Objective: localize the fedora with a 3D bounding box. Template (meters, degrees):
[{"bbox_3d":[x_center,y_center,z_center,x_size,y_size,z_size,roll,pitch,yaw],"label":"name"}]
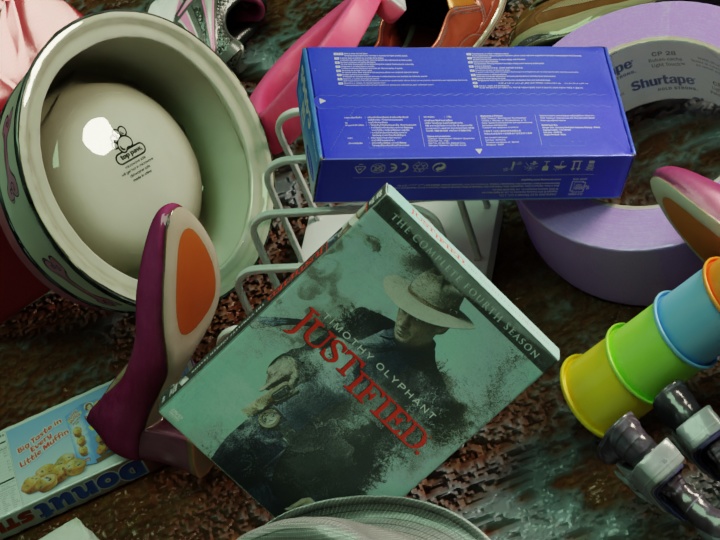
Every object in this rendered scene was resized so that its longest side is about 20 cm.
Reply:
[{"bbox_3d":[-0.013,0.198,1.234,0.198,0.090,0.178,2,65,22],"label":"fedora"}]

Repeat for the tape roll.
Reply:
[{"bbox_3d":[0.195,-0.078,1.422,0.198,0.066,0.201,-9,54,13],"label":"tape roll"}]

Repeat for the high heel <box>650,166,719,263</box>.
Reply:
[{"bbox_3d":[0.273,-0.021,1.308,0.199,0.067,0.096,36,75,12],"label":"high heel"}]

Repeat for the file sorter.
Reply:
[{"bbox_3d":[0.000,0.000,1.405,0.138,0.125,0.201,-3,49,19],"label":"file sorter"}]

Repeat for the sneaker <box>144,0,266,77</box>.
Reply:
[{"bbox_3d":[-0.112,-0.214,1.688,0.086,0.081,0.201,0,57,7],"label":"sneaker"}]

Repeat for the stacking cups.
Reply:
[{"bbox_3d":[0.203,0.029,1.269,0.200,0.060,0.061,-39,34,38],"label":"stacking cups"}]

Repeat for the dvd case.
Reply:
[{"bbox_3d":[-0.003,0.065,1.289,0.200,0.146,0.022,-42,12,18],"label":"dvd case"}]

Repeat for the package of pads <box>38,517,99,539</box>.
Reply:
[{"bbox_3d":[-0.187,0.257,1.290,0.154,0.068,0.200,-30,46,-5],"label":"package of pads"}]

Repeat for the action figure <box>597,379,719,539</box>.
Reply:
[{"bbox_3d":[0.225,0.149,1.221,0.130,0.070,0.200,-33,60,-17],"label":"action figure"}]

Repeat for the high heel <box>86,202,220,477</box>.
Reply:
[{"bbox_3d":[-0.139,0.038,1.346,0.096,0.201,0.067,18,35,24],"label":"high heel"}]

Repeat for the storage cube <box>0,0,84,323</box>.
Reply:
[{"bbox_3d":[-0.266,-0.088,1.512,0.200,0.179,0.172,-30,30,50],"label":"storage cube"}]

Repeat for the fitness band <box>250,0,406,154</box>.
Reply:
[{"bbox_3d":[-0.029,-0.150,1.534,0.144,0.037,0.200,-48,10,10],"label":"fitness band"}]

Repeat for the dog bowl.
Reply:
[{"bbox_3d":[-0.154,-0.063,1.421,0.074,0.200,0.201,-21,36,48],"label":"dog bowl"}]

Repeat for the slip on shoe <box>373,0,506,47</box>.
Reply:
[{"bbox_3d":[0.056,-0.190,1.593,0.074,0.061,0.201,4,47,28],"label":"slip on shoe"}]

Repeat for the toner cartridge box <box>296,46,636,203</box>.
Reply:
[{"bbox_3d":[0.064,-0.092,1.362,0.198,0.043,0.096,-1,51,-10],"label":"toner cartridge box"}]

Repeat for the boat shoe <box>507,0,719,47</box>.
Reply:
[{"bbox_3d":[0.195,-0.179,1.521,0.198,0.076,0.074,-11,44,12],"label":"boat shoe"}]

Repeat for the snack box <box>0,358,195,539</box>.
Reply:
[{"bbox_3d":[-0.194,0.122,1.444,0.199,0.024,0.072,-24,46,0],"label":"snack box"}]
